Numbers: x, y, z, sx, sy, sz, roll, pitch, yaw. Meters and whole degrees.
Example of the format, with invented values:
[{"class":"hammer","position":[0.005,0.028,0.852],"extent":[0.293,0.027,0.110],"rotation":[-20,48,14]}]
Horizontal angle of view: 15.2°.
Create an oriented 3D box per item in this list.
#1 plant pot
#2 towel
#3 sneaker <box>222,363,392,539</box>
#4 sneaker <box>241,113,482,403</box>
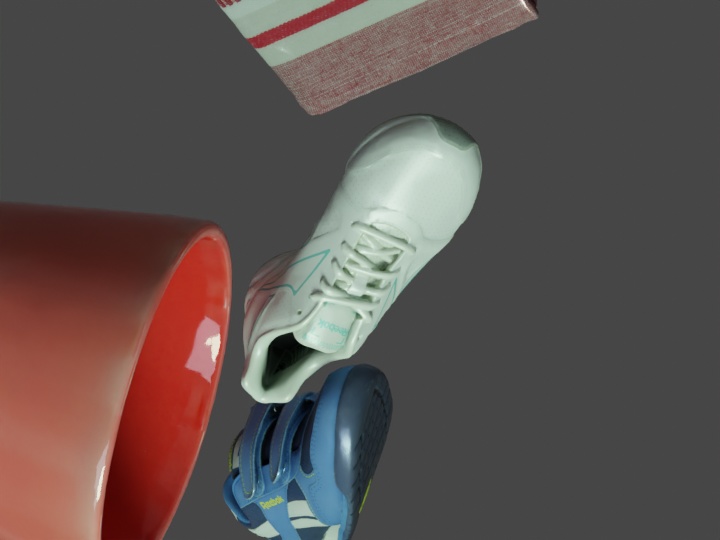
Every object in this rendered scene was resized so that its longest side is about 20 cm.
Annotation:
[{"class":"plant pot","position":[-0.182,0.051,1.419],"extent":[0.177,0.201,0.201],"rotation":[15,134,10]},{"class":"towel","position":[-0.023,-0.171,1.290],"extent":[0.144,0.023,0.200],"rotation":[-21,124,29]},{"class":"sneaker","position":[-0.032,0.105,1.484],"extent":[0.082,0.074,0.200],"rotation":[22,152,2]},{"class":"sneaker","position":[0.000,0.000,1.404],"extent":[0.070,0.080,0.200],"rotation":[28,130,-13]}]
